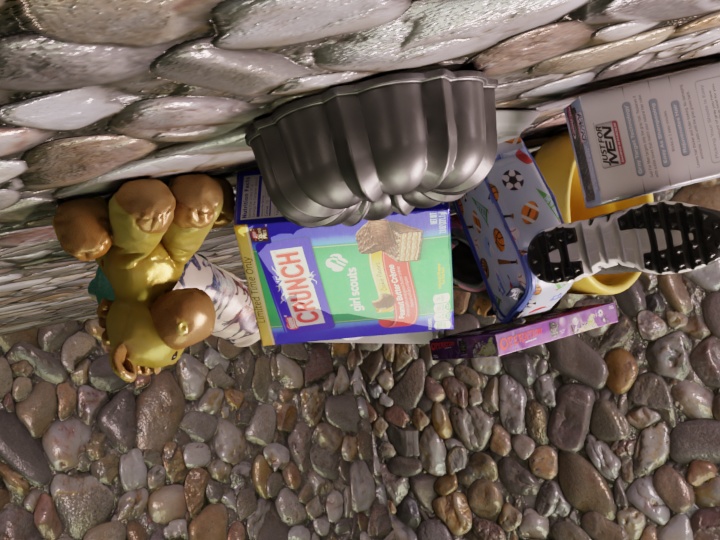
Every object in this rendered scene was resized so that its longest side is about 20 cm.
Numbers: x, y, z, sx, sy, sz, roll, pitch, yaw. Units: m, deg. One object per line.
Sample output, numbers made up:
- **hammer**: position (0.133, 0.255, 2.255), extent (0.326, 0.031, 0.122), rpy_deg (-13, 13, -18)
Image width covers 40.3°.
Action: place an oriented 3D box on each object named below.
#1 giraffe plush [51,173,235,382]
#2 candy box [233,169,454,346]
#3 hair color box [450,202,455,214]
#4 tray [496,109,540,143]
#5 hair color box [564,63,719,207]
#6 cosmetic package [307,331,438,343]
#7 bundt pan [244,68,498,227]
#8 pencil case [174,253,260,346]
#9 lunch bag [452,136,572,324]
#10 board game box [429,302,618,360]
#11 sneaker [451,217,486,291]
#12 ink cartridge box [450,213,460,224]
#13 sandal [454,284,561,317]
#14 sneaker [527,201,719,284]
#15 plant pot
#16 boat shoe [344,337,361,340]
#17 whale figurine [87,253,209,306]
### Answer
- **giraffe plush**: position (-0.197, 0.014, 0.906), extent (0.198, 0.165, 0.171), rpy_deg (-15, 178, 41)
- **candy box**: position (-0.012, -0.016, 0.939), extent (0.196, 0.078, 0.171), rpy_deg (-4, 136, 4)
- **hair color box**: position (0.028, -0.082, 1.317), extent (0.197, 0.062, 0.099), rpy_deg (-14, 180, 28)
- **tray**: position (0.084, -0.128, 0.932), extent (0.106, 0.023, 0.199), rpy_deg (-16, 177, 38)
- **hair color box**: position (0.303, -0.132, 0.926), extent (0.196, 0.101, 0.061), rpy_deg (-13, 180, -3)
- **cosmetic package**: position (0.002, 0.049, 1.207), extent (0.196, 0.051, 0.083), rpy_deg (-1, -153, 19)
- **bundt pan**: position (0.016, -0.083, 0.749), extent (0.198, 0.077, 0.202), rpy_deg (-13, 176, -1)
- **pencil case**: position (-0.186, 0.021, 1.142), extent (0.090, 0.078, 0.199), rpy_deg (-49, 134, 11)
- **lunch bag**: position (0.165, -0.041, 1.101), extent (0.074, 0.203, 0.161), rpy_deg (-14, 163, -13)
- **board game box**: position (0.192, 0.071, 1.150), extent (0.197, 0.033, 0.119), rpy_deg (-11, -176, -35)
- **sneaker**: position (0.085, -0.045, 1.190), extent (0.071, 0.198, 0.082), rpy_deg (-57, -175, 8)
- **ink cartridge box**: position (0.058, -0.014, 1.347), extent (0.197, 0.085, 0.144), rpy_deg (-18, -177, -19)
- **sandal**: position (0.186, 0.037, 1.290), extent (0.081, 0.056, 0.199), rpy_deg (-9, -166, -34)
- **sneaker**: position (0.263, -0.031, 0.936), extent (0.198, 0.068, 0.090), rpy_deg (-9, -175, 37)
- **plant pot**: position (0.238, -0.072, 1.235), extent (0.199, 0.205, 0.187), rpy_deg (-11, -173, -44)
- **boat shoe**: position (0.005, 0.002, 1.119), extent (0.074, 0.087, 0.202), rpy_deg (25, -154, 5)
- **whale figurine**: position (-0.271, -0.006, 1.243), extent (0.156, 0.105, 0.200), rpy_deg (-13, -157, -4)
